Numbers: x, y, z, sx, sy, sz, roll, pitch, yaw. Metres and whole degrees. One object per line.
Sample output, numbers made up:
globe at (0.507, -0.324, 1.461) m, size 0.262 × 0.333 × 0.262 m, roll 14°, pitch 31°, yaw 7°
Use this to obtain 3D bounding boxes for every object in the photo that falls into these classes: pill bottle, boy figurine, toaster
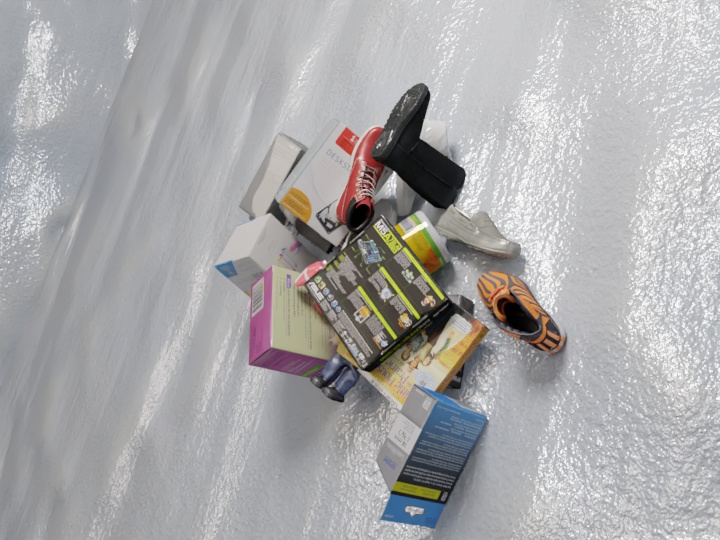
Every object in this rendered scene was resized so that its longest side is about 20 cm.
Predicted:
pill bottle at (0.059, -0.013, 1.263) m, size 0.199 × 0.111 × 0.111 m, roll -33°, pitch 46°, yaw 4°
boy figurine at (-0.001, 0.147, 1.240) m, size 0.124 × 0.064 × 0.201 m, roll 41°, pitch 98°, yaw 31°
toaster at (-0.081, -0.159, 1.497) m, size 0.201 × 0.118 × 0.181 m, roll -57°, pitch 26°, yaw 7°

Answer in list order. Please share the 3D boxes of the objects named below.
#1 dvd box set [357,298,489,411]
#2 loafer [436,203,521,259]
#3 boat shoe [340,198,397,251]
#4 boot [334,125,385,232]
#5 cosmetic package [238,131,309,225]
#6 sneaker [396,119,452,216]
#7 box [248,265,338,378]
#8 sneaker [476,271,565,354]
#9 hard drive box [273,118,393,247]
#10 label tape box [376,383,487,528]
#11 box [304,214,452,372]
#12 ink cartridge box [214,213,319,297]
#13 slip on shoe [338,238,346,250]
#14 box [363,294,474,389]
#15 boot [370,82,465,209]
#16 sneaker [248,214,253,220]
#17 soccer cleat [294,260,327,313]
dvd box set at (0.104, 0.136, 1.153) m, size 0.146 × 0.029 × 0.201 m, roll 39°, pitch 92°, yaw 36°
loafer at (0.212, -0.072, 1.209) m, size 0.199 × 0.070 × 0.070 m, roll 29°, pitch 100°, yaw 50°
boat shoe at (0.014, -0.073, 1.345) m, size 0.070 × 0.070 × 0.201 m, roll 15°, pitch 62°, yaw 25°
boot at (0.016, -0.172, 1.266) m, size 0.144 × 0.072 × 0.202 m, roll -131°, pitch 62°, yaw -73°
cosmetic package at (-0.188, -0.208, 1.593) m, size 0.090 × 0.107 × 0.201 m, roll 38°, pitch 101°, yaw 22°
sneaker at (0.129, -0.204, 1.361) m, size 0.074 × 0.114 × 0.202 m, roll -83°, pitch -4°, yaw -70°
box at (-0.113, 0.110, 1.346) m, size 0.097 × 0.199 × 0.177 m, roll -38°, pitch 46°, yaw 44°
sneaker at (0.238, 0.048, 1.086) m, size 0.078 × 0.112 × 0.200 m, roll -55°, pitch 41°, yaw 9°
hard drive box at (-0.053, -0.177, 1.365) m, size 0.201 × 0.155 × 0.077 m, roll -53°, pitch 20°, yaw 4°
label tape box at (0.101, 0.297, 1.075) m, size 0.063 × 0.144 × 0.201 m, roll 26°, pitch 90°, yaw 49°
box at (0.027, 0.039, 1.174) m, size 0.193 × 0.047 × 0.201 m, roll -40°, pitch 66°, yaw 7°
ink cartridge box at (-0.198, -0.006, 1.522) m, size 0.128 × 0.200 × 0.126 m, roll -13°, pitch 43°, yaw 41°
slip on shoe at (0.000, 0.000, 1.396) m, size 0.061 × 0.074 × 0.200 m, roll -52°, pitch 46°, yaw 18°
box at (0.104, 0.128, 1.233) m, size 0.199 × 0.048 × 0.160 m, roll -4°, pitch 68°, yaw 45°
boot at (0.133, -0.229, 1.276) m, size 0.166 × 0.199 × 0.066 m, roll -56°, pitch 31°, yaw 5°
sneaker at (-0.204, -0.205, 1.720) m, size 0.199 × 0.073 × 0.113 m, roll -30°, pitch 47°, yaw 22°
soccer cleat at (-0.046, 0.072, 1.320) m, size 0.076 × 0.201 × 0.067 m, roll -34°, pitch 17°, yaw 5°
